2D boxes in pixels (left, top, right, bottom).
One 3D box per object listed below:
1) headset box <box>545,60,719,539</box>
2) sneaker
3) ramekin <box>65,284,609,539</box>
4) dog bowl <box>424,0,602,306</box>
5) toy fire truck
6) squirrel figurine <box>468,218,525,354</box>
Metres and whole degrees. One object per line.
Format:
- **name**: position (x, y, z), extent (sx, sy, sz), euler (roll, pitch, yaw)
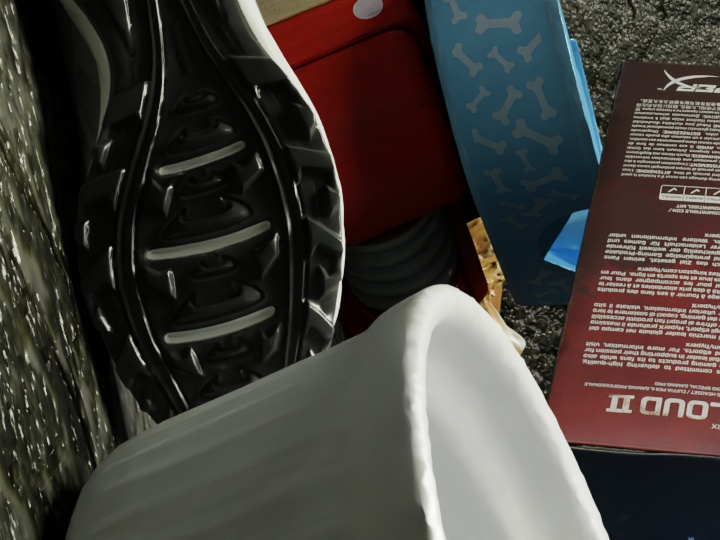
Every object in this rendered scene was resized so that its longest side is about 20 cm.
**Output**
- **headset box**: position (0.113, 0.050, 0.869), extent (0.149, 0.077, 0.200), euler (80, 18, -44)
- **sneaker**: position (-0.048, -0.043, 0.717), extent (0.079, 0.074, 0.201), euler (76, 1, -74)
- **ramekin**: position (0.008, 0.113, 0.600), extent (0.200, 0.097, 0.201), euler (-19, 90, -77)
- **dog bowl**: position (0.066, -0.053, 0.972), extent (0.200, 0.049, 0.112), euler (63, 15, -65)
- **toy fire truck**: position (0.000, 0.000, 0.969), extent (0.176, 0.128, 0.200), euler (69, -2, -51)
- **squirrel figurine**: position (0.022, -0.031, 1.280), extent (0.200, 0.141, 0.187), euler (-60, 147, -63)
